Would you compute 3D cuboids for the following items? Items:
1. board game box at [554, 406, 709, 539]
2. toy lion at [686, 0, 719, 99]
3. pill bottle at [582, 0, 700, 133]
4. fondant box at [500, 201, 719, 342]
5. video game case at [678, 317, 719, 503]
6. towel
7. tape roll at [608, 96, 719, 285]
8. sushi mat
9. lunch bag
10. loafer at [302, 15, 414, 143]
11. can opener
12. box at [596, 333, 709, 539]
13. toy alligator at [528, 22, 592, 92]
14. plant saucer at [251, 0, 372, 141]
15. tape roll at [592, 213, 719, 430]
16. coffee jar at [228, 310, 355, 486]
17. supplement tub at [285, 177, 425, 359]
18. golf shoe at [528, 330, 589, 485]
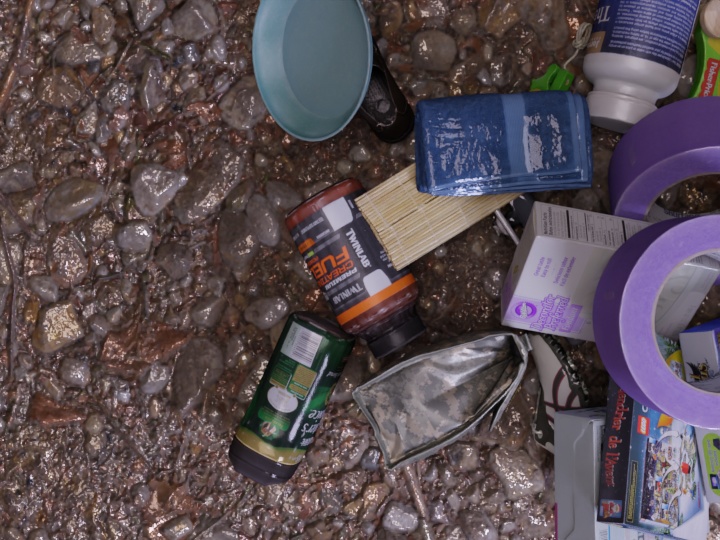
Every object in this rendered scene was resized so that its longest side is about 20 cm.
[{"bbox_3d":[0.305,0.227,1.067,0.198,0.064,0.150,1,89,-34],"label":"board game box"},{"bbox_3d":[0.462,-0.220,1.105,0.189,0.069,0.203,15,93,-2],"label":"toy lion"},{"bbox_3d":[0.317,-0.263,1.090,0.109,0.111,0.203,15,92,6],"label":"pill bottle"},{"bbox_3d":[0.265,0.011,1.041,0.197,0.059,0.145,11,136,-1],"label":"fondant box"},{"bbox_3d":[0.433,0.138,1.056,0.045,0.198,0.184,-8,92,49],"label":"video game case"},{"bbox_3d":[0.159,-0.142,1.069,0.197,0.049,0.114,-4,90,-4],"label":"towel"},{"bbox_3d":[0.372,-0.082,1.041,0.197,0.086,0.202,5,136,4],"label":"tape roll"},{"bbox_3d":[0.100,-0.091,1.095,0.198,0.012,0.096,-31,91,-4],"label":"sushi mat"},{"bbox_3d":[0.109,0.134,1.094,0.198,0.164,0.119,-28,83,7],"label":"lunch bag"},{"bbox_3d":[-0.002,-0.246,1.145,0.073,0.071,0.201,-38,87,6],"label":"loafer"},{"bbox_3d":[0.219,-0.010,1.135,0.067,0.053,0.201,-35,88,6],"label":"can opener"},{"bbox_3d":[0.316,0.175,1.013,0.135,0.037,0.203,20,71,-31],"label":"box"},{"bbox_3d":[0.214,-0.200,1.134,0.054,0.059,0.203,25,95,46],"label":"toy alligator"},{"bbox_3d":[-0.050,-0.253,1.114,0.198,0.036,0.203,12,108,42],"label":"plant saucer"},{"bbox_3d":[0.333,0.047,0.931,0.197,0.085,0.204,0,91,-5],"label":"tape roll"},{"bbox_3d":[-0.083,0.154,1.146,0.084,0.104,0.202,26,94,8],"label":"coffee jar"},{"bbox_3d":[0.000,0.000,1.132,0.106,0.107,0.202,-30,87,6],"label":"supplement tub"},{"bbox_3d":[0.232,0.162,1.127,0.087,0.077,0.202,-25,88,11],"label":"golf shoe"}]
